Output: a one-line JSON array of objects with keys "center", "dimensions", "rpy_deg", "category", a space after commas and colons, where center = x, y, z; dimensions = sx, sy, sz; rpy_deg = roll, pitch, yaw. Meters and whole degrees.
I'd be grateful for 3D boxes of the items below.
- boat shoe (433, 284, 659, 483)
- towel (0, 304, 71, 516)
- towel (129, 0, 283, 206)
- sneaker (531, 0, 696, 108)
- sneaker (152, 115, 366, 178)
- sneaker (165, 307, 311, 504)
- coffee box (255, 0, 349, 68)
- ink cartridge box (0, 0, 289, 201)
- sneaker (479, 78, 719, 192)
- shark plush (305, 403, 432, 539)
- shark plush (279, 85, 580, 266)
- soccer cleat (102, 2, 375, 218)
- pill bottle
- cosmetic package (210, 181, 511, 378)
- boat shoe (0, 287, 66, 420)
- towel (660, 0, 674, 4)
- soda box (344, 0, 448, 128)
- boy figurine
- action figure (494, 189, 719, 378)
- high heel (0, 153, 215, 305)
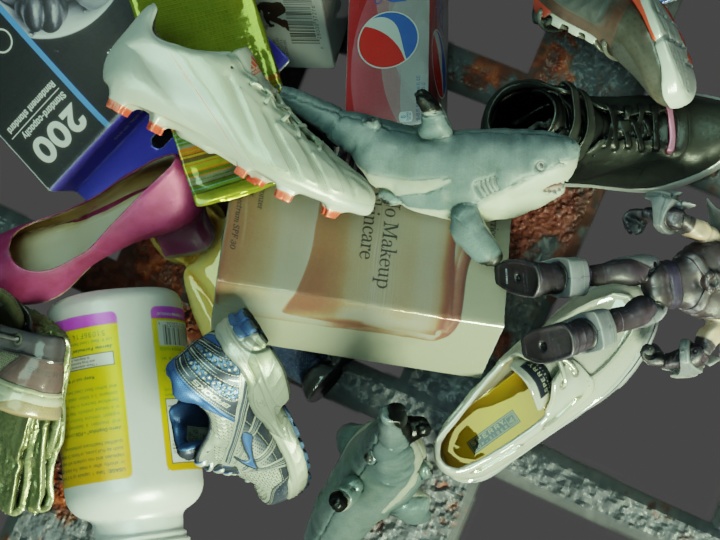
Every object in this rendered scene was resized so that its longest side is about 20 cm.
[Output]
[{"center": [0.130, 0.076, 1.103], "dimensions": [0.200, 0.070, 0.071], "rpy_deg": [-39, 76, 6], "category": "boat shoe"}, {"center": [-0.280, 0.084, 1.172], "dimensions": [0.199, 0.036, 0.150], "rpy_deg": [26, 108, 43], "category": "towel"}, {"center": [-0.102, -0.149, 1.053], "dimensions": [0.085, 0.018, 0.202], "rpy_deg": [-18, 90, -18], "category": "towel"}, {"center": [0.168, -0.184, 1.108], "dimensions": [0.082, 0.077, 0.201], "rpy_deg": [-34, 62, 17], "category": "sneaker"}, {"center": [-0.087, -0.102, 1.159], "dimensions": [0.198, 0.108, 0.071], "rpy_deg": [17, 87, 15], "category": "sneaker"}, {"center": [-0.093, 0.107, 1.095], "dimensions": [0.085, 0.201, 0.077], "rpy_deg": [-26, 51, -11], "category": "sneaker"}, {"center": [-0.109, -0.218, 1.171], "dimensions": [0.198, 0.080, 0.114], "rpy_deg": [3, 48, 14], "category": "coffee box"}, {"center": [-0.186, -0.156, 1.115], "dimensions": [0.198, 0.043, 0.200], "rpy_deg": [-42, 94, 20], "category": "ink cartridge box"}, {"center": [0.175, -0.097, 1.099], "dimensions": [0.198, 0.099, 0.071], "rpy_deg": [-3, 80, 12], "category": "sneaker"}, {"center": [0.012, 0.147, 1.067], "dimensions": [0.083, 0.200, 0.091], "rpy_deg": [-36, 86, -26], "category": "shark plush"}, {"center": [0.045, -0.090, 1.050], "dimensions": [0.199, 0.091, 0.084], "rpy_deg": [28, 134, 11], "category": "shark plush"}, {"center": [-0.072, -0.100, 1.013], "dimensions": [0.199, 0.069, 0.078], "rpy_deg": [28, 91, -6], "category": "soccer cleat"}, {"center": [-0.173, 0.119, 1.156], "dimensions": [0.103, 0.104, 0.202], "rpy_deg": [-9, 81, 13], "category": "pill bottle"}, {"center": [0.000, 0.000, 1.094], "dimensions": [0.198, 0.087, 0.104], "rpy_deg": [8, 61, -5], "category": "cosmetic package"}, {"center": [-0.259, 0.043, 1.080], "dimensions": [0.199, 0.072, 0.065], "rpy_deg": [26, 94, 48], "category": "boat shoe"}, {"center": [0.195, -0.289, 1.161], "dimensions": [0.144, 0.024, 0.202], "rpy_deg": [-17, 81, 10], "category": "towel"}, {"center": [0.028, -0.178, 1.137], "dimensions": [0.063, 0.070, 0.202], "rpy_deg": [-4, 68, 14], "category": "soda box"}, {"center": [-0.081, 0.003, 1.169], "dimensions": [0.200, 0.064, 0.124], "rpy_deg": [43, 96, 11], "category": "boy figurine"}, {"center": [0.195, 0.011, 1.062], "dimensions": [0.199, 0.069, 0.131], "rpy_deg": [-8, 83, -28], "category": "action figure"}, {"center": [-0.205, -0.033, 1.105], "dimensions": [0.198, 0.096, 0.068], "rpy_deg": [-7, 55, 6], "category": "high heel"}]
